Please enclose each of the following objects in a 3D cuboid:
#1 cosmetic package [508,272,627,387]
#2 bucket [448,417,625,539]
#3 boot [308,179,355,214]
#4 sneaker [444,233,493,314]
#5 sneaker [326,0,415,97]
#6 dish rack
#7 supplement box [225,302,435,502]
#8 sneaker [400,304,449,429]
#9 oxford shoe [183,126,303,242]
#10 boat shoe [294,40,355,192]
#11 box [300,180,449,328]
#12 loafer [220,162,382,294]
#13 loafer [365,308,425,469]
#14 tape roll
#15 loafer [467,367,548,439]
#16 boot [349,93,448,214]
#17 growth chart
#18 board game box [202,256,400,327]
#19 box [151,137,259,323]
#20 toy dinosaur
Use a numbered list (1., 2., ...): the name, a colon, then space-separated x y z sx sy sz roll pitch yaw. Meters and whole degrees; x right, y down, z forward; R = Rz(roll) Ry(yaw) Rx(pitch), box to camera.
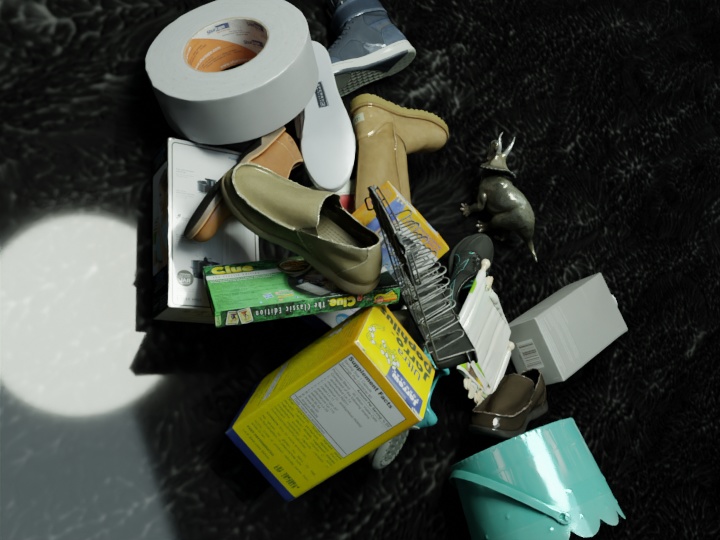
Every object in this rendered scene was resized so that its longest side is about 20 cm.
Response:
1. cosmetic package: 0.320 0.093 1.183 0.198 0.090 0.108 -23 87 -41
2. bucket: 0.218 0.286 0.970 0.204 0.207 0.137 -6 65 -36
3. boot: -0.016 -0.042 1.004 0.198 0.072 0.147 -13 83 -41
4. sneaker: 0.162 0.019 1.100 0.075 0.079 0.201 41 54 -16
5. sneaker: -0.035 -0.335 1.093 0.201 0.077 0.148 -27 81 -30
6. dish rack: 0.063 0.002 0.833 0.054 0.154 0.202 -23 129 -3
7. supplement box: -0.031 0.141 0.829 0.109 0.199 0.110 50 25 -10
8. sneaker: 0.085 0.112 1.002 0.078 0.078 0.203 48 49 -58
9. oxford shoe: -0.126 -0.092 0.867 0.071 0.071 0.201 48 52 -16
10. boat shoe: -0.054 -0.190 0.977 0.070 0.070 0.203 -12 76 -9
11. box: 0.000 0.000 0.927 0.119 0.200 0.042 39 11 -39
12. loafer: -0.055 -0.057 0.786 0.198 0.068 0.076 33 41 3
13. loafer: 0.032 0.141 0.930 0.075 0.068 0.203 60 42 -62
14. tape roll: -0.151 -0.243 0.903 0.196 0.067 0.203 -5 51 7
15. loafer: 0.204 0.179 1.052 0.199 0.072 0.073 -11 103 -59
16. boot: 0.055 -0.120 1.021 0.173 0.066 0.204 9 66 -32
17. growth chart: 0.171 0.104 1.048 0.146 0.018 0.201 -57 139 -30
18. board game box: -0.066 0.015 0.819 0.196 0.105 0.024 -7 120 -16
19. box: -0.182 -0.043 0.891 0.115 0.060 0.204 6 71 -33
20. toy dinosaur: 0.222 -0.097 1.169 0.076 0.102 0.202 -28 89 -38
